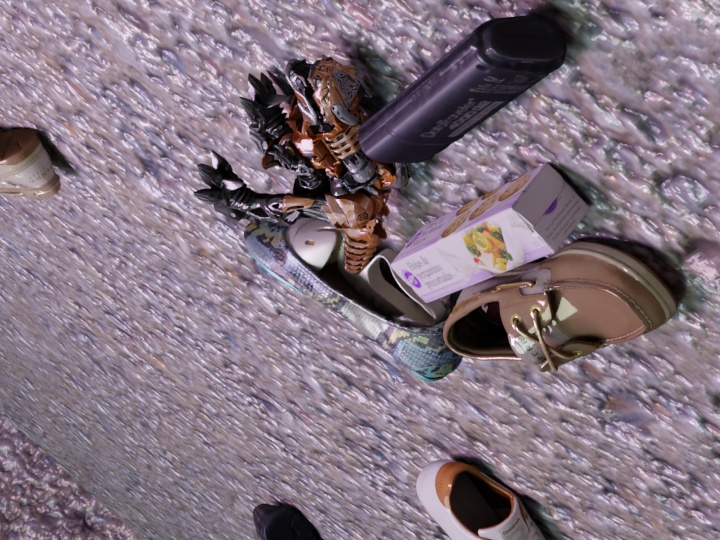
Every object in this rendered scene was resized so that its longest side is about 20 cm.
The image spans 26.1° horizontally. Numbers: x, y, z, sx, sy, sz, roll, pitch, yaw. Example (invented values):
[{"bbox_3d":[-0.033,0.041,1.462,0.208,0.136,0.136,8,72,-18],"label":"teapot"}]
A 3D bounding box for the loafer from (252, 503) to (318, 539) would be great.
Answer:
[{"bbox_3d":[-0.072,0.377,2.012,0.072,0.073,0.201,20,142,62],"label":"loafer"}]

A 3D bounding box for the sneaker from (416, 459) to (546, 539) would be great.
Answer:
[{"bbox_3d":[0.132,0.249,1.374,0.200,0.073,0.085,45,162,-6],"label":"sneaker"}]

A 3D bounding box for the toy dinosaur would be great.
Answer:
[{"bbox_3d":[-0.027,-0.061,1.026,0.135,0.102,0.202,13,127,22],"label":"toy dinosaur"}]

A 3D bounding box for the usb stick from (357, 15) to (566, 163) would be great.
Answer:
[{"bbox_3d":[0.052,-0.097,0.865,0.055,0.033,0.200,0,170,-19],"label":"usb stick"}]

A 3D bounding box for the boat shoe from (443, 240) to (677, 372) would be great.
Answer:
[{"bbox_3d":[0.119,0.031,0.971,0.074,0.066,0.200,46,159,-14],"label":"boat shoe"}]

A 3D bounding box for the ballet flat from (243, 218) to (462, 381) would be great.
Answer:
[{"bbox_3d":[0.000,0.000,1.148,0.199,0.074,0.074,33,158,17],"label":"ballet flat"}]

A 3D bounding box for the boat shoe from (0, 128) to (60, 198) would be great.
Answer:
[{"bbox_3d":[-0.371,-0.101,1.574,0.199,0.073,0.063,9,140,54],"label":"boat shoe"}]

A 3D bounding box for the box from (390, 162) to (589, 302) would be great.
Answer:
[{"bbox_3d":[0.077,-0.020,0.984,0.039,0.041,0.200,45,160,-7],"label":"box"}]
